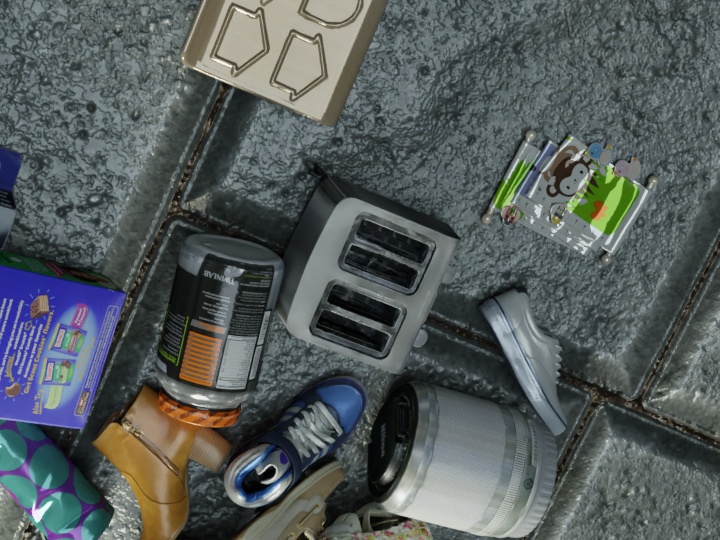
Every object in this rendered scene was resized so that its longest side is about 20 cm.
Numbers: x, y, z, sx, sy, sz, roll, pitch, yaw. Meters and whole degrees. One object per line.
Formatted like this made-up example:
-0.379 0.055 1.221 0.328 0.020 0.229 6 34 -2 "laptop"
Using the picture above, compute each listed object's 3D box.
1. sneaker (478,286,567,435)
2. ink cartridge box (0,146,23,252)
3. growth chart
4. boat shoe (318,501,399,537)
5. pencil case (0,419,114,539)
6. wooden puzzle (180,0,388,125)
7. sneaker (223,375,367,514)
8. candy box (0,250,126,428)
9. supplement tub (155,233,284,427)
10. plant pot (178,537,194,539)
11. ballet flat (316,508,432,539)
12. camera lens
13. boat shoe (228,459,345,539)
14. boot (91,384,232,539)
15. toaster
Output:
0.220 0.113 1.513 0.070 0.073 0.201 -28 108 0 "sneaker"
-0.474 -0.056 1.296 0.199 0.041 0.201 17 96 -37 "ink cartridge box"
0.261 -0.094 1.497 0.199 0.018 0.146 20 99 -17 "growth chart"
-0.014 0.354 1.532 0.199 0.064 0.071 -24 108 -6 "boat shoe"
-0.376 0.247 1.417 0.092 0.085 0.200 -42 109 -17 "pencil case"
-0.082 -0.282 1.362 0.199 0.046 0.186 20 100 -21 "wooden puzzle"
-0.072 0.207 1.432 0.199 0.146 0.081 -34 97 1 "sneaker"
-0.380 0.072 1.334 0.199 0.077 0.170 15 96 -40 "candy box"
-0.165 0.068 1.394 0.122 0.123 0.201 12 102 -15 "supplement tub"
-0.184 0.411 1.456 0.199 0.200 0.141 25 82 -17 "plant pot"
0.003 0.321 1.464 0.199 0.075 0.064 4 69 -42 "ballet flat"
0.117 0.230 1.476 0.199 0.160 0.161 17 101 -15 "camera lens"
-0.080 0.301 1.455 0.069 0.074 0.200 52 48 3 "boat shoe"
-0.262 0.246 1.456 0.144 0.071 0.202 32 93 -12 "boot"
0.000 0.000 1.411 0.199 0.119 0.182 22 98 -17 "toaster"
